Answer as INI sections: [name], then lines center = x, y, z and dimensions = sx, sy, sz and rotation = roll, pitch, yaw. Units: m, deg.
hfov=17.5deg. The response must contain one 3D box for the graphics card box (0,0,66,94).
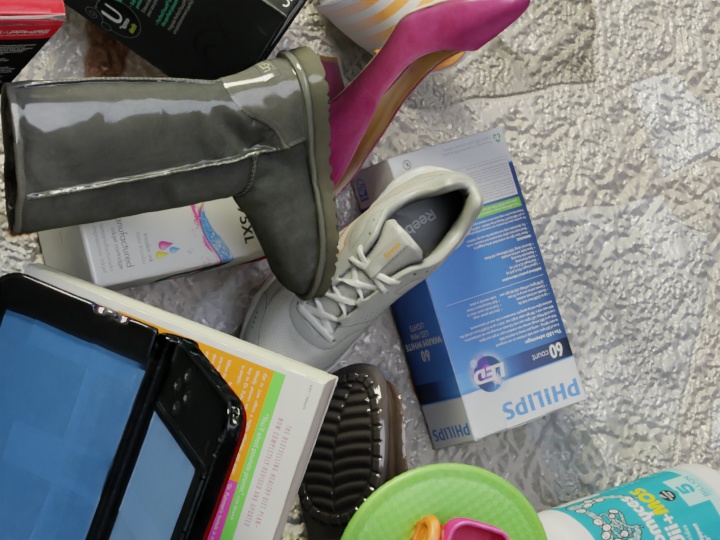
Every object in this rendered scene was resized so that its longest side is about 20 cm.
[graphics card box]
center = -0.266, -0.125, 1.364
dimensions = 0.125, 0.200, 0.051
rotation = -4, 72, -31

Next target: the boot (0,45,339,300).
[boot]
center = -0.117, -0.047, 1.430
dimensions = 0.199, 0.072, 0.183
rotation = -16, 116, -23

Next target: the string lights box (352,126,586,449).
[string lights box]
center = 0.075, 0.012, 1.625
dimensions = 0.102, 0.059, 0.202
rotation = -16, 89, -32

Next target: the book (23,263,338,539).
[book]
center = -0.130, 0.093, 1.416
dimensions = 0.199, 0.048, 0.135
rotation = 21, 95, 8

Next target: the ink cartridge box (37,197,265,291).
[ink cartridge box]
center = -0.112, -0.057, 1.522
dimensions = 0.199, 0.067, 0.117
rotation = -13, 88, -33

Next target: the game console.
[game console]
center = -0.168, 0.129, 1.349
dimensions = 0.118, 0.172, 0.201
rotation = 15, 103, -25

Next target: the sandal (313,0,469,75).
[sandal]
center = -0.008, -0.206, 1.596
dimensions = 0.207, 0.079, 0.059
rotation = 47, 26, -16

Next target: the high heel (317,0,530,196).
[high heel]
center = 0.035, -0.118, 1.556
dimensions = 0.067, 0.199, 0.097
rotation = -2, 73, -65

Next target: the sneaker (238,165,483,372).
[sneaker]
center = 0.000, 0.000, 1.522
dimensions = 0.200, 0.092, 0.076
rotation = -45, 94, -11

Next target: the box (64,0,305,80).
[box]
center = -0.115, -0.230, 1.484
dimensions = 0.199, 0.124, 0.149
rotation = 35, 54, -3

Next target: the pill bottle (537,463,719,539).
[pill bottle]
center = 0.172, 0.209, 1.614
dimensions = 0.199, 0.111, 0.112
rotation = -15, 88, -32

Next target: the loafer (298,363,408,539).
[loafer]
center = 0.003, 0.162, 1.555
dimensions = 0.071, 0.073, 0.202
rotation = 2, 88, -55

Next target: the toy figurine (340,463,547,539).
[toy figurine]
center = 0.068, 0.234, 1.426
dimensions = 0.149, 0.184, 0.202
rotation = 17, 92, -17
